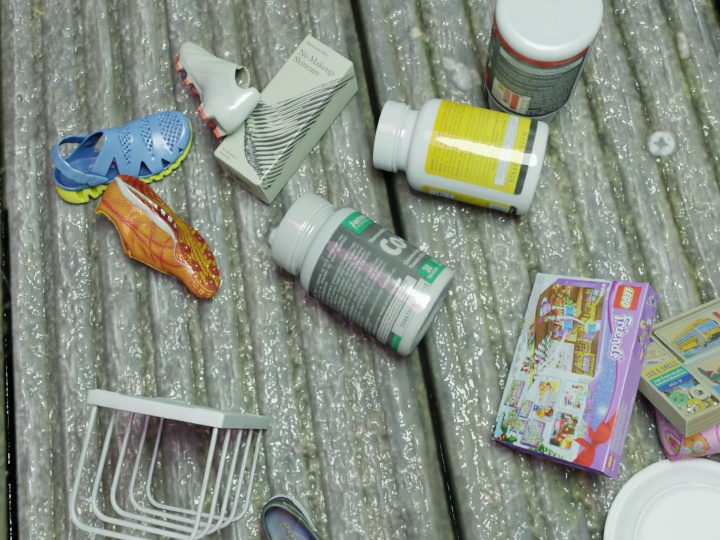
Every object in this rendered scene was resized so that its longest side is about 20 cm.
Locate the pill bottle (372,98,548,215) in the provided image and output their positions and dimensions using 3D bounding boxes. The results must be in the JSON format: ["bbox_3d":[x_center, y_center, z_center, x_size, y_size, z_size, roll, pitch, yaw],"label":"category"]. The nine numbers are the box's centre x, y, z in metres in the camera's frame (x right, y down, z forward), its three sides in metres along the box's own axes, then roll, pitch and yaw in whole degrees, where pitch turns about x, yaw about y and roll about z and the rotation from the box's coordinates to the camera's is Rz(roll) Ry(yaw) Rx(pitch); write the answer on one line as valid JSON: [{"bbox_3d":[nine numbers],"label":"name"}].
[{"bbox_3d":[0.118,-0.142,0.870,0.195,0.112,0.114,14,76,8],"label":"pill bottle"}]

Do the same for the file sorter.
[{"bbox_3d":[-0.192,0.203,0.758,0.135,0.200,0.128,9,79,7],"label":"file sorter"}]

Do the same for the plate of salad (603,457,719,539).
[{"bbox_3d":[0.356,0.302,0.758,0.195,0.048,0.205,-4,65,9],"label":"plate of salad"}]

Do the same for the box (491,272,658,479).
[{"bbox_3d":[0.234,0.108,0.791,0.135,0.039,0.204,6,72,45],"label":"box"}]

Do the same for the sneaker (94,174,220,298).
[{"bbox_3d":[-0.250,-0.032,0.905,0.200,0.073,0.078,44,107,15],"label":"sneaker"}]

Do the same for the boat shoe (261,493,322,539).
[{"bbox_3d":[-0.045,0.331,0.775,0.069,0.066,0.202,-32,74,-4],"label":"boat shoe"}]

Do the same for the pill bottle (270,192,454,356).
[{"bbox_3d":[0.000,0.000,0.839,0.198,0.113,0.114,32,79,12],"label":"pill bottle"}]

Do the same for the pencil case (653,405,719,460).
[{"bbox_3d":[0.415,0.146,0.777,0.195,0.088,0.090,-11,73,4],"label":"pencil case"}]

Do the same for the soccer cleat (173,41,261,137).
[{"bbox_3d":[-0.181,-0.242,0.922,0.077,0.070,0.201,-35,48,2],"label":"soccer cleat"}]

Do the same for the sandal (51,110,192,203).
[{"bbox_3d":[-0.310,-0.152,0.925,0.197,0.087,0.081,-26,72,-4],"label":"sandal"}]

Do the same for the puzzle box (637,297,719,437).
[{"bbox_3d":[0.388,0.089,0.775,0.196,0.026,0.134,-21,34,-9],"label":"puzzle box"}]

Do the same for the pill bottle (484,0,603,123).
[{"bbox_3d":[0.205,-0.249,0.845,0.113,0.200,0.119,-1,74,4],"label":"pill bottle"}]

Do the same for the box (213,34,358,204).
[{"bbox_3d":[-0.092,-0.192,0.925,0.081,0.069,0.202,32,80,14],"label":"box"}]
